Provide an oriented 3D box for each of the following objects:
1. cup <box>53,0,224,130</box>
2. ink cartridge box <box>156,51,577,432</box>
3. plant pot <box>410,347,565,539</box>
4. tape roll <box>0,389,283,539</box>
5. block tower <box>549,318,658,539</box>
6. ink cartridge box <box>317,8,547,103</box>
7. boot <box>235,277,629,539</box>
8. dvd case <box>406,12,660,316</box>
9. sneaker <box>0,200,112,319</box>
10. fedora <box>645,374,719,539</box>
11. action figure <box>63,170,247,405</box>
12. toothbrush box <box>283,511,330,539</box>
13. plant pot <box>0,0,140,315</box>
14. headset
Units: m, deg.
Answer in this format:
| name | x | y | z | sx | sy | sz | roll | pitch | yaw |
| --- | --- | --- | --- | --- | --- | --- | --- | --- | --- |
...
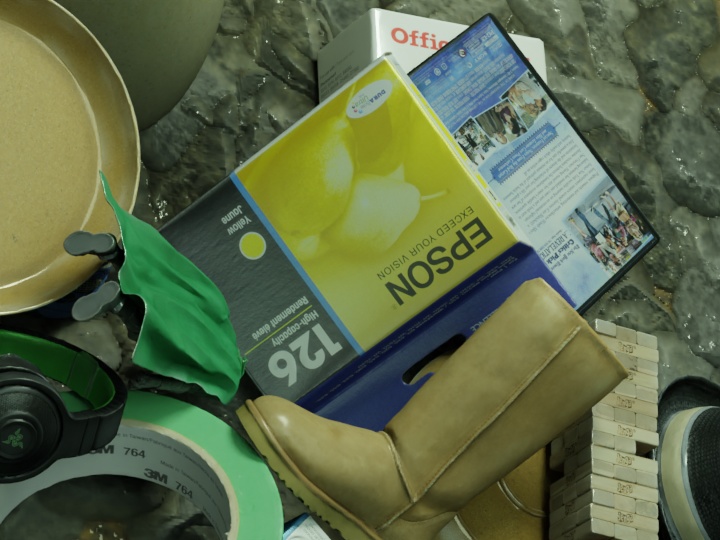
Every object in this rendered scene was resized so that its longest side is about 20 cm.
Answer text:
| name | x | y | z | sx | sy | sz | roll | pitch | yaw |
| --- | --- | --- | --- | --- | --- | --- | --- | --- | --- |
| cup | -0.164 | -0.202 | 1.324 | 0.200 | 0.143 | 0.201 | 11 | 65 | -26 |
| ink cartridge box | 0.000 | 0.000 | 1.318 | 0.200 | 0.198 | 0.047 | 54 | 13 | 3 |
| plant pot | 0.113 | 0.137 | 1.387 | 0.200 | 0.027 | 0.200 | 13 | 61 | -25 |
| tape roll | -0.145 | 0.155 | 1.189 | 0.200 | 0.048 | 0.201 | 5 | 43 | -5 |
| block tower | 0.160 | 0.128 | 1.358 | 0.054 | 0.058 | 0.200 | 16 | 59 | -23 |
| ink cartridge box | 0.055 | -0.068 | 1.433 | 0.146 | 0.084 | 0.200 | 7 | 69 | -28 |
| boot | 0.044 | 0.076 | 1.273 | 0.200 | 0.066 | 0.175 | -43 | 126 | 1 |
| dvd case | 0.102 | -0.061 | 1.396 | 0.143 | 0.018 | 0.200 | -40 | 94 | -35 |
| sneaker | -0.238 | -0.025 | 1.248 | 0.200 | 0.078 | 0.075 | 8 | 66 | -28 |
| fedora | 0.285 | 0.152 | 1.439 | 0.200 | 0.092 | 0.201 | 30 | 50 | -42 |
| action figure | -0.113 | 0.033 | 1.237 | 0.200 | 0.055 | 0.118 | 47 | 32 | -61 |
| toothbrush box | -0.065 | 0.267 | 1.229 | 0.146 | 0.085 | 0.200 | 51 | 56 | -3 |
| plant pot | -0.223 | -0.071 | 1.200 | 0.200 | 0.027 | 0.200 | 6 | 78 | -31 |
| headset | -0.216 | 0.057 | 1.152 | 0.123 | 0.094 | 0.200 | 30 | 22 | 32 |
